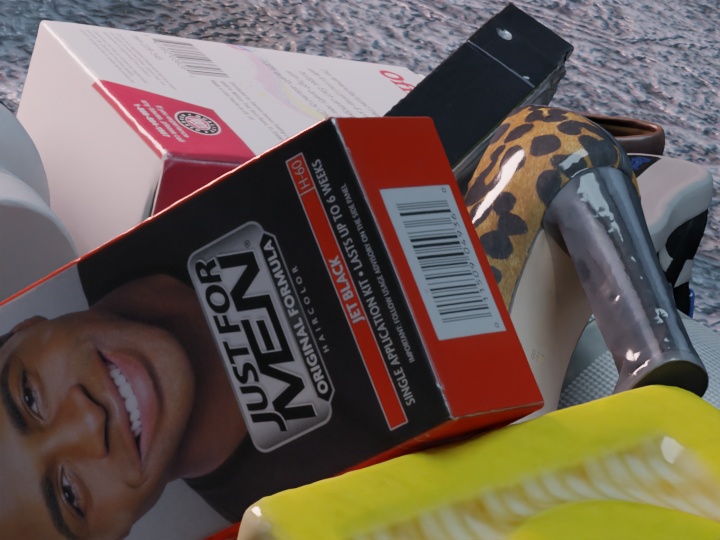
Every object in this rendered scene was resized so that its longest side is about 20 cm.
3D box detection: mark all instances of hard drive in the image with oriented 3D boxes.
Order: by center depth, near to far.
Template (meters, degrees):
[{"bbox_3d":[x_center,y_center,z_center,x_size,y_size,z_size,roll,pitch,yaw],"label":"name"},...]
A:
[{"bbox_3d":[0.000,0.000,1.050,0.038,0.140,0.200,35,39,10],"label":"hard drive"}]

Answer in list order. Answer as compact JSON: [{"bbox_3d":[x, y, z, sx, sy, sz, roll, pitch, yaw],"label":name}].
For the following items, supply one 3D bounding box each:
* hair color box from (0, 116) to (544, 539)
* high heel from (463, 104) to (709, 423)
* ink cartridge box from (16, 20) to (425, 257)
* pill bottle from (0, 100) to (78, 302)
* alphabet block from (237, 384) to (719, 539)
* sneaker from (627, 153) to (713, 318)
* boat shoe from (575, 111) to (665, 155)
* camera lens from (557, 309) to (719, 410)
[{"bbox_3d":[-0.051,0.037,0.915,0.061,0.199,0.102,-5,70,-57],"label":"hair color box"},{"bbox_3d":[0.019,0.035,0.997,0.071,0.199,0.143,41,22,-43],"label":"high heel"},{"bbox_3d":[-0.039,-0.038,1.283,0.199,0.086,0.148,6,23,-32],"label":"ink cartridge box"},{"bbox_3d":[-0.195,-0.035,1.177,0.119,0.120,0.200,-3,29,-32],"label":"pill bottle"},{"bbox_3d":[0.070,0.179,0.851,0.195,0.201,0.196,-13,39,-43],"label":"alphabet block"},{"bbox_3d":[0.099,0.023,1.240,0.073,0.113,0.200,12,18,27],"label":"sneaker"},{"bbox_3d":[0.054,-0.073,1.437,0.199,0.072,0.072,16,28,0],"label":"boat shoe"},{"bbox_3d":[0.101,0.099,1.055,0.200,0.161,0.160,34,33,30],"label":"camera lens"}]
